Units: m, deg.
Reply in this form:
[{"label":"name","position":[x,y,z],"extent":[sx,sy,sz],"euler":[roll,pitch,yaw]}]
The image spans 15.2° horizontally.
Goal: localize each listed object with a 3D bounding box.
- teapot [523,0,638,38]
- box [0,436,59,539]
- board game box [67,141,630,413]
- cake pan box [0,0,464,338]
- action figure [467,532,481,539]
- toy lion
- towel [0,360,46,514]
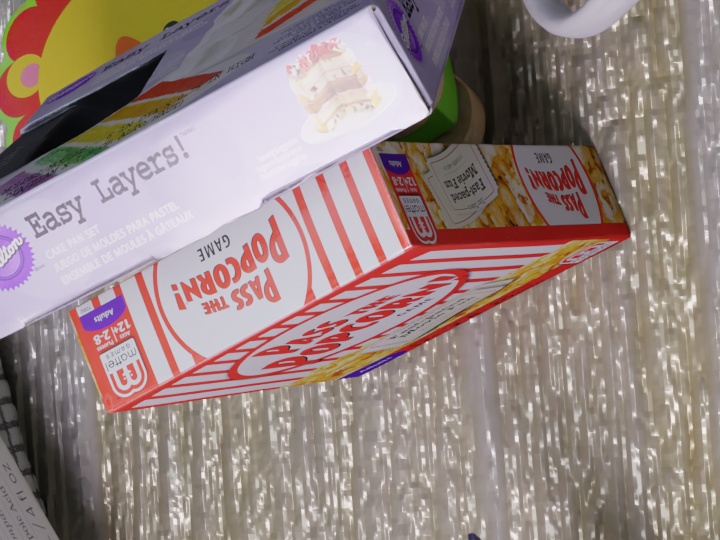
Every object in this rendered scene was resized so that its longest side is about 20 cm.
[{"label":"teapot","position":[0.121,-0.215,1.044],"extent":[0.199,0.198,0.146],"euler":[-35,31,-6]},{"label":"box","position":[-0.253,0.136,1.193],"extent":[0.199,0.131,0.200],"euler":[-32,87,23]},{"label":"board game box","position":[0.000,0.000,1.088],"extent":[0.151,0.200,0.047],"euler":[-29,78,28]},{"label":"cake pan box","position":[-0.057,-0.062,1.045],"extent":[0.199,0.184,0.053],"euler":[-27,103,17]},{"label":"action figure","position":[0.092,0.182,1.102],"extent":[0.193,0.105,0.200],"euler":[-36,100,20]},{"label":"toy lion","position":[-0.066,-0.089,1.193],"extent":[0.199,0.069,0.193],"euler":[-32,60,13]},{"label":"towel","position":[-0.260,0.093,1.305],"extent":[0.199,0.085,0.167],"euler":[-19,83,29]}]
